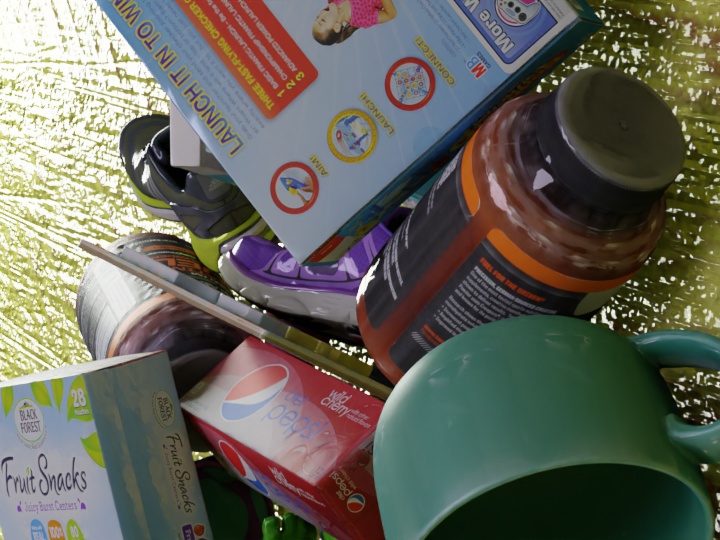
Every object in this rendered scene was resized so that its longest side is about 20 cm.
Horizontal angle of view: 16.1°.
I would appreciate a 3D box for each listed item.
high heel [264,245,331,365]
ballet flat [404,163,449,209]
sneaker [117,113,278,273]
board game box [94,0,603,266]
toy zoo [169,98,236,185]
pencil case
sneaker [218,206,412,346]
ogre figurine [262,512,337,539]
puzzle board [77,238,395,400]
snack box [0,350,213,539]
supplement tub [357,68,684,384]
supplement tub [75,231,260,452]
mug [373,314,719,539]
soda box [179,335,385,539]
[{"bbox_3d":[-0.052,-0.017,1.599,0.200,0.096,0.067,-68,30,28],"label":"high heel"},{"bbox_3d":[0.006,-0.103,1.513,0.200,0.072,0.072,48,132,23],"label":"ballet flat"},{"bbox_3d":[-0.118,-0.074,1.749,0.200,0.074,0.081,37,158,55],"label":"sneaker"},{"bbox_3d":[-0.011,-0.140,1.333,0.196,0.056,0.200,-41,79,16],"label":"board game box"},{"bbox_3d":[-0.082,-0.122,1.554,0.200,0.020,0.132,16,-102,-76],"label":"toy zoo"},{"bbox_3d":[-0.133,0.177,1.733,0.200,0.085,0.093,-21,49,61],"label":"pencil case"},{"bbox_3d":[0.000,0.000,1.513,0.200,0.081,0.084,10,78,44],"label":"sneaker"},{"bbox_3d":[-0.037,0.222,1.513,0.120,0.200,0.098,25,151,53],"label":"ogre figurine"},{"bbox_3d":[-0.058,0.032,1.502,0.200,0.151,0.017,23,86,50],"label":"puzzle board"},{"bbox_3d":[-0.170,0.144,1.626,0.200,0.067,0.169,-10,94,59],"label":"snack box"},{"bbox_3d":[0.083,-0.017,1.291,0.200,0.107,0.107,-51,41,49],"label":"supplement tub"},{"bbox_3d":[-0.123,0.052,1.700,0.200,0.107,0.107,-130,52,-65],"label":"supplement tub"},{"bbox_3d":[0.098,0.092,1.231,0.152,0.184,0.115,88,170,-47],"label":"mug"},{"bbox_3d":[-0.032,0.102,1.518,0.070,0.063,0.200,-42,26,-14],"label":"soda box"}]
